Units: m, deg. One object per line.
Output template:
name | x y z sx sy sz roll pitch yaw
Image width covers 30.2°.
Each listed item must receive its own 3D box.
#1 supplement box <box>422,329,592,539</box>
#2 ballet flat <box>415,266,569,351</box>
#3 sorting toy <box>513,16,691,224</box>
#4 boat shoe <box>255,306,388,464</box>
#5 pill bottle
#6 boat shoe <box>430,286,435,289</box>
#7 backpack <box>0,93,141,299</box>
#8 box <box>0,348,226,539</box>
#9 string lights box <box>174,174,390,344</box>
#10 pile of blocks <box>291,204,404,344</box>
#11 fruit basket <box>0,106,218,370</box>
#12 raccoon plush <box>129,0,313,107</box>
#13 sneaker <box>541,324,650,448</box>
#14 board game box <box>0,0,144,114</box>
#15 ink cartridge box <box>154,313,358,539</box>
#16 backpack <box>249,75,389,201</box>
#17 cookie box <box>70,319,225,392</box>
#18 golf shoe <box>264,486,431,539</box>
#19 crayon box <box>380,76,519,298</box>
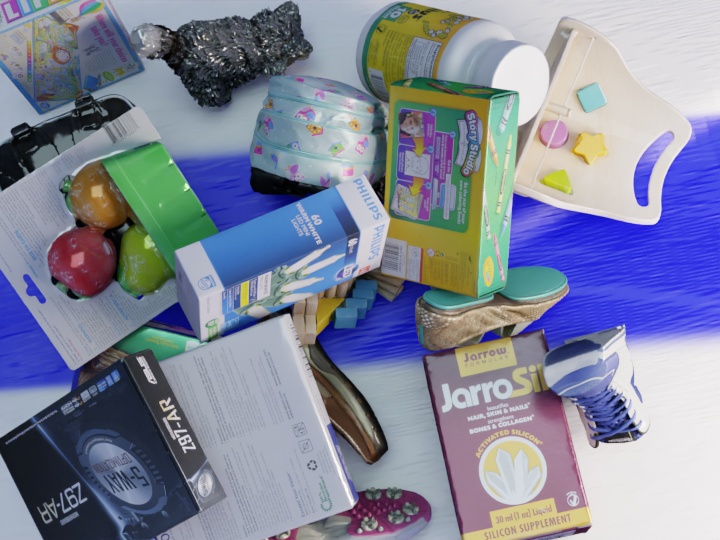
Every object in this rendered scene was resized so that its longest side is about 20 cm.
supplement box | 0.146 0.175 1.339 0.131 0.103 0.200 -14 74 2
ballet flat | 0.132 0.042 1.377 0.200 0.065 0.070 -9 32 -35
sorting toy | 0.253 -0.135 1.421 0.180 0.107 0.200 23 78 3
boat shoe | -0.050 0.126 1.389 0.074 0.076 0.200 -40 67 1
pill bottle | 0.097 -0.213 1.397 0.200 0.113 0.113 25 76 46
boat shoe | 0.091 -0.071 1.417 0.074 0.086 0.202 -1 75 4
backpack | -0.277 -0.063 1.410 0.177 0.151 0.200 -24 82 -3
box | -0.242 0.189 1.275 0.200 0.044 0.160 -31 83 30
string lights box | -0.076 -0.012 1.285 0.200 0.103 0.059 -23 67 -16
pile of blocks | 0.000 0.000 1.383 0.082 0.062 0.200 32 59 13
fruit basket | -0.250 -0.032 1.308 0.200 0.094 0.185 -33 101 -1
raccoon plush | -0.138 -0.240 1.432 0.134 0.200 0.097 -21 91 20
sneaker | 0.243 0.119 1.310 0.080 0.199 0.115 -19 87 18
board game box | -0.322 -0.245 1.438 0.134 0.200 0.034 -23 74 -2
ink cartridge box | -0.128 0.167 1.297 0.200 0.043 0.197 -20 89 10
backpack | -0.044 -0.136 1.379 0.166 0.200 0.127 8 99 10
cookie box | -0.212 0.157 1.364 0.171 0.075 0.200 12 92 7
golf shoe | -0.020 0.284 1.347 0.200 0.092 0.075 -17 33 -18
crayon box | 0.087 -0.083 1.319 0.119 0.058 0.200 14 110 34
